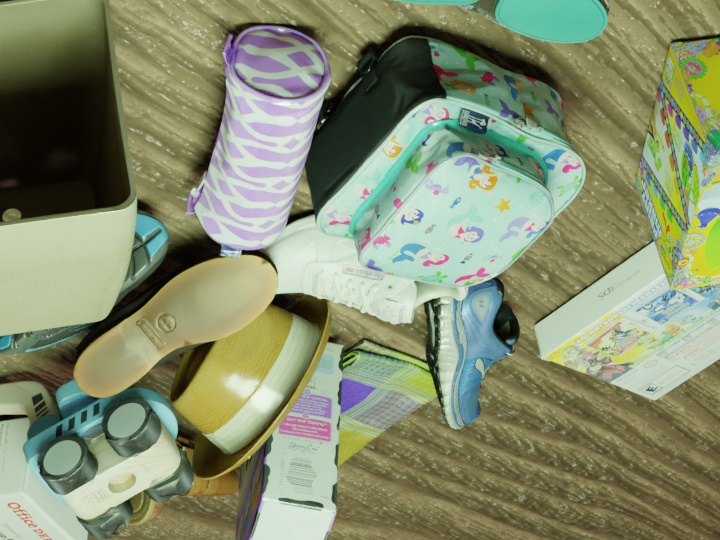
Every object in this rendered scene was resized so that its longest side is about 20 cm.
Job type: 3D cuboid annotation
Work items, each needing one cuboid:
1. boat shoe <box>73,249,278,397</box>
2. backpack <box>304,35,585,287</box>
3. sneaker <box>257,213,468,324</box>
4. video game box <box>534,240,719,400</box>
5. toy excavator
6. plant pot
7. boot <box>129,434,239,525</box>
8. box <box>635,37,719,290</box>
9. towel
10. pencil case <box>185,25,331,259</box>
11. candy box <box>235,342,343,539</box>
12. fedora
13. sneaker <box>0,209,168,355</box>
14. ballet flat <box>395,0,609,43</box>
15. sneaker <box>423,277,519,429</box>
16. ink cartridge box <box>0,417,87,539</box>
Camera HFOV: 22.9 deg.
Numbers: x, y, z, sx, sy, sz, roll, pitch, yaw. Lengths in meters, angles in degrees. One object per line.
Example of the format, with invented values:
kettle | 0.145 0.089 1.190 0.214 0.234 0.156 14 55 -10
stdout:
boat shoe | -0.160 0.036 1.532 0.200 0.070 0.071 -27 105 8
backpack | 0.078 -0.079 1.418 0.199 0.151 0.178 10 137 -38
sneaker | 0.000 0.000 1.541 0.199 0.100 0.075 -8 147 -4
video game box | 0.302 0.044 1.753 0.182 0.047 0.200 19 134 -41
toy excavator | -0.266 0.142 1.598 0.194 0.200 0.100 -29 135 0
plant pot | -0.260 -0.056 1.277 0.199 0.201 0.177 -9 145 -6
boot | -0.185 0.200 1.703 0.155 0.200 0.077 22 91 -31
box | 0.355 -0.097 1.498 0.199 0.122 0.193 -8 147 -7
towel | -0.016 0.143 1.812 0.143 0.023 0.200 22 133 -40
pencil case | -0.081 -0.101 1.389 0.085 0.084 0.200 19 139 -3
candy box | -0.069 0.190 1.681 0.071 0.200 0.168 10 136 -8
fedora | -0.109 0.087 1.586 0.082 0.201 0.201 36 128 -18
sneaker | -0.235 0.007 1.518 0.200 0.073 0.082 -29 164 26
ballet flat | 0.093 -0.218 1.283 0.200 0.072 0.072 8 141 -30
sneaker | 0.111 0.080 1.707 0.089 0.079 0.200 -11 141 -6
ink cartridge box | -0.378 0.219 1.719 0.199 0.085 0.146 -8 147 15
